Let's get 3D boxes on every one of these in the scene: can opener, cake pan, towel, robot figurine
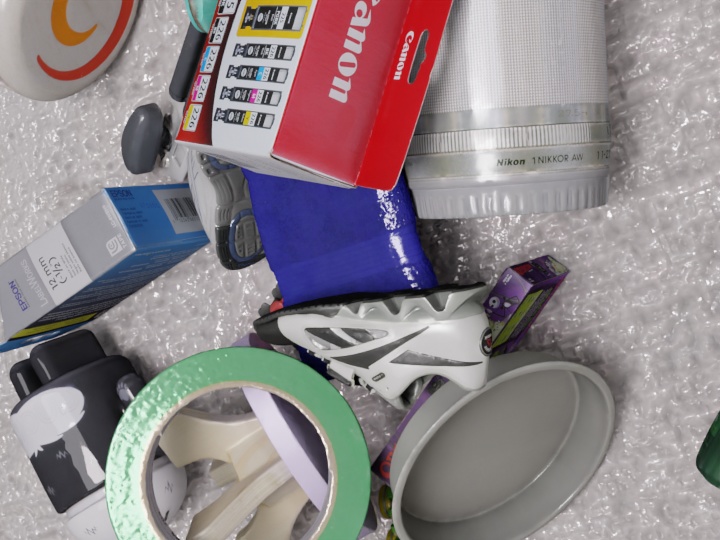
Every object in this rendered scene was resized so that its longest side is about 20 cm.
[{"bbox_3d":[-0.157,-0.149,1.040,0.053,0.067,0.200,56,143,22],"label":"can opener"},{"bbox_3d":[0.106,0.142,0.943,0.200,0.200,0.037,-58,42,17],"label":"cake pan"},{"bbox_3d":[-0.009,-0.019,0.950,0.148,0.050,0.200,-17,91,37],"label":"towel"},{"bbox_3d":[-0.241,0.157,1.113,0.125,0.150,0.200,-28,83,-11],"label":"robot figurine"}]

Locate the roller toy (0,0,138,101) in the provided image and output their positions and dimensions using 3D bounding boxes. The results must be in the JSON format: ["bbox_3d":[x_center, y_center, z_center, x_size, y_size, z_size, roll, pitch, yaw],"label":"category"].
[{"bbox_3d":[-0.297,-0.251,1.052,0.140,0.200,0.183,25,110,19],"label":"roller toy"}]

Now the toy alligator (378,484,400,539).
[{"bbox_3d":[0.051,0.246,1.038,0.059,0.054,0.200,-9,92,23],"label":"toy alligator"}]

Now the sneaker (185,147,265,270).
[{"bbox_3d":[-0.122,-0.097,1.025,0.087,0.074,0.200,43,141,42],"label":"sneaker"}]

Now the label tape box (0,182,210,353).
[{"bbox_3d":[-0.247,-0.002,1.084,0.200,0.143,0.066,-30,85,22],"label":"label tape box"}]

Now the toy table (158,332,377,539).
[{"bbox_3d":[-0.086,0.166,1.031,0.117,0.184,0.200,-32,90,8],"label":"toy table"}]

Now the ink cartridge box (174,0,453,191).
[{"bbox_3d":[-0.029,-0.167,0.857,0.176,0.084,0.200,14,87,51],"label":"ink cartridge box"}]

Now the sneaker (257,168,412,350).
[{"bbox_3d":[0.000,0.000,1.024,0.098,0.071,0.200,40,111,14],"label":"sneaker"}]

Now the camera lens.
[{"bbox_3d":[0.106,-0.144,0.915,0.160,0.160,0.200,-2,96,22],"label":"camera lens"}]

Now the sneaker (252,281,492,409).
[{"bbox_3d":[0.004,0.060,0.882,0.200,0.074,0.089,-4,98,37],"label":"sneaker"}]

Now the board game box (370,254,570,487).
[{"bbox_3d":[0.089,0.078,0.969,0.032,0.120,0.200,39,108,20],"label":"board game box"}]

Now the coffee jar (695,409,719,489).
[{"bbox_3d":[0.331,0.078,0.889,0.104,0.085,0.200,23,104,18],"label":"coffee jar"}]

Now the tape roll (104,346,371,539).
[{"bbox_3d":[-0.092,0.158,0.928,0.200,0.048,0.201,0,86,-3],"label":"tape roll"}]

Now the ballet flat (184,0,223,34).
[{"bbox_3d":[-0.082,-0.250,0.969,0.070,0.200,0.067,-7,122,16],"label":"ballet flat"}]
